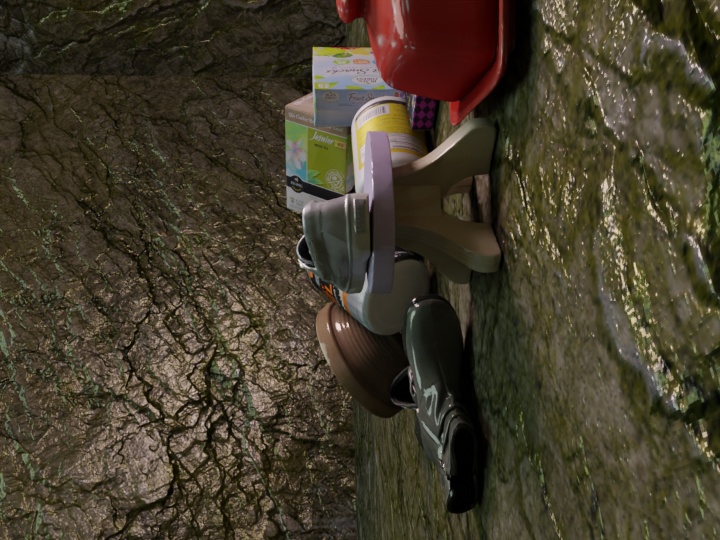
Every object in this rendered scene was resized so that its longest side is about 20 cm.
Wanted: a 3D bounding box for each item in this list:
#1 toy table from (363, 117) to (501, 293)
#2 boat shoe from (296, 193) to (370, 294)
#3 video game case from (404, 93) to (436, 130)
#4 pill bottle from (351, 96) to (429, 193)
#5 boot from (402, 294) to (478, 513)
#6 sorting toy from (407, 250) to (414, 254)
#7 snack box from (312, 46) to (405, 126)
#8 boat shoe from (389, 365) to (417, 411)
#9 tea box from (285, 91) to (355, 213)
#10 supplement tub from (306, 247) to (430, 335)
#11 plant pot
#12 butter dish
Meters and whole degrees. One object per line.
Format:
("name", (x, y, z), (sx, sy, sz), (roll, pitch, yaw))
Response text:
("toy table", (0.063, -0.060, 0.656), (0.185, 0.115, 0.202), (94, 175, -50))
("boat shoe", (-0.027, -0.020, 0.639), (0.200, 0.067, 0.073), (109, 162, -82))
("video game case", (0.084, -0.325, 0.891), (0.201, 0.035, 0.183), (94, 174, -51))
("pill bottle", (0.045, -0.142, 0.934), (0.112, 0.110, 0.202), (94, 174, -49))
("boot", (0.094, 0.135, 0.691), (0.131, 0.067, 0.203), (-118, 21, -71))
("sorting toy", (0.046, -0.028, 1.091), (0.201, 0.105, 0.182), (113, 147, -55))
("snack box", (0.005, -0.303, 1.086), (0.201, 0.166, 0.068), (-98, 8, -53))
("boat shoe", (0.076, 0.158, 0.887), (0.200, 0.056, 0.068), (102, 167, -72))
("tea box", (-0.027, -0.219, 1.196), (0.200, 0.132, 0.199), (-43, -36, -45))
("supplement tub", (0.000, 0.000, 0.987), (0.200, 0.121, 0.124), (35, 131, 48))
("plant pot", (0.029, 0.119, 1.041), (0.201, 0.092, 0.202), (47, -161, -21))
("butter dish", (0.051, -0.246, 0.602), (0.199, 0.146, 0.203), (-177, 86, -87))
